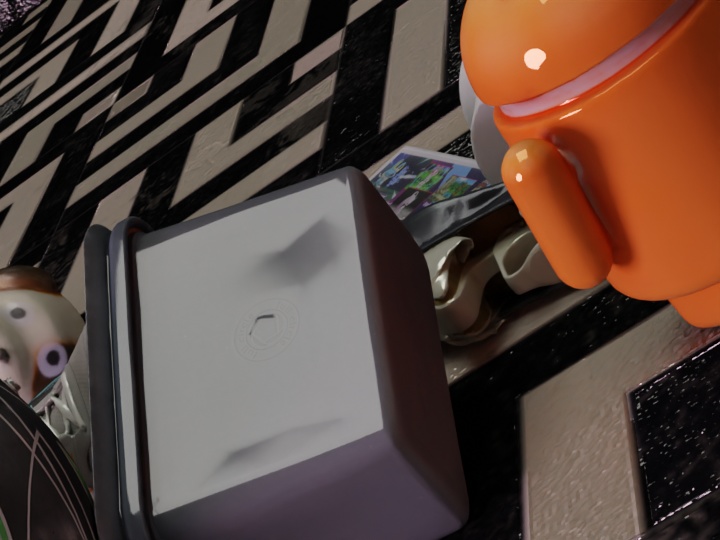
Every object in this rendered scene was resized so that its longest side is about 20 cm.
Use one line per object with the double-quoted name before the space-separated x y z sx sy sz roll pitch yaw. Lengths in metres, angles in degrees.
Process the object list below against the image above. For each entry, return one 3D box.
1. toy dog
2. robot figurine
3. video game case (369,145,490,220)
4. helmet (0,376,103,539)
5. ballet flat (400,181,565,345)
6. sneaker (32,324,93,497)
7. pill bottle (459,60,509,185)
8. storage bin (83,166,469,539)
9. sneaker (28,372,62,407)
"toy dog" -0.263 0.087 1.367 0.199 0.141 0.193 -31 -17 28
"robot figurine" 0.117 -0.069 0.839 0.143 0.201 0.117 -37 18 3
"video game case" 0.000 0.000 1.195 0.182 0.023 0.200 -42 17 -9
"helmet" -0.195 0.134 0.856 0.200 0.200 0.190 -51 11 -33
"ballet flat" 0.067 -0.006 1.007 0.199 0.073 0.073 -26 22 28
"sneaker" -0.147 0.092 1.024 0.201 0.091 0.076 106 154 -52
"pill bottle" 0.112 -0.114 1.101 0.110 0.111 0.201 -30 20 25
"storage bin" -0.030 0.060 0.922 0.133 0.146 0.201 -21 48 16
"sneaker" -0.181 0.113 1.226 0.079 0.076 0.200 -38 7 42
